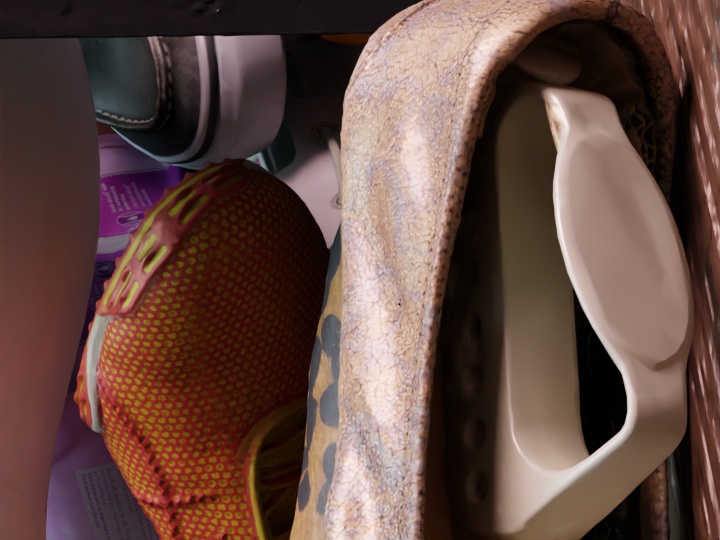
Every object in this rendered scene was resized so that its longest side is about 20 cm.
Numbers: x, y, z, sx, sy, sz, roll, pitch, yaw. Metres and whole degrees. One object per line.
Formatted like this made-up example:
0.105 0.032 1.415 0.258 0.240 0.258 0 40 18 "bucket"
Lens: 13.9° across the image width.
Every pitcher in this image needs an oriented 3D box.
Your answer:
-0.127 0.008 0.723 0.171 0.121 0.201 180 82 -70 "pitcher"

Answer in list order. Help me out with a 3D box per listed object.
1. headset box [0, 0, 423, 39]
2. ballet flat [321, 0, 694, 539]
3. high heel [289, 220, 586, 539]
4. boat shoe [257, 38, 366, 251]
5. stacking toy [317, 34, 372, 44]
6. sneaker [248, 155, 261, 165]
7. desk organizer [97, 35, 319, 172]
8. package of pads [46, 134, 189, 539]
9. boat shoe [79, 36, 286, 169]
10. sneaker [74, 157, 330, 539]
-0.041 -0.150 0.587 0.093 0.173 0.201 -121 31 -77 "headset box"
0.027 0.045 0.484 0.067 0.068 0.201 -18 72 53 "ballet flat"
0.005 0.072 0.636 0.143 0.071 0.200 -106 30 -47 "high heel"
0.000 0.000 0.763 0.200 0.066 0.074 -100 10 -62 "boat shoe"
-0.025 -0.111 0.836 0.200 0.116 0.110 -120 49 -61 "stacking toy"
-0.019 0.007 0.947 0.200 0.073 0.088 87 172 -46 "sneaker"
-0.065 -0.045 0.972 0.200 0.077 0.072 -48 -33 -51 "desk organizer"
-0.055 0.071 0.851 0.121 0.075 0.201 -119 13 -54 "package of pads"
-0.089 -0.075 0.803 0.200 0.071 0.072 35 128 53 "boat shoe"
-0.015 0.059 0.684 0.077 0.073 0.201 32 145 37 "sneaker"
